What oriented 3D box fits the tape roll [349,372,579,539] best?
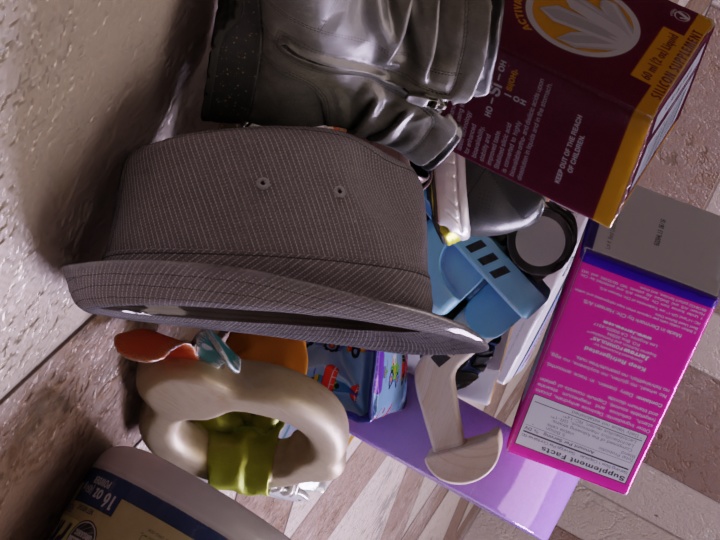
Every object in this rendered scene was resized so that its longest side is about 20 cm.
[{"bbox_3d":[0.080,0.149,1.237,0.066,0.199,0.200,-60,167,-6],"label":"tape roll"}]

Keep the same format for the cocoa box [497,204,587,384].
[{"bbox_3d":[0.139,-0.009,1.474,0.201,0.133,0.131,-64,168,8],"label":"cocoa box"}]

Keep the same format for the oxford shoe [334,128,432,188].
[{"bbox_3d":[0.002,-0.054,0.963,0.201,0.073,0.071,-67,167,21],"label":"oxford shoe"}]

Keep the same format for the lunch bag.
[{"bbox_3d":[0.000,0.000,1.092,0.151,0.093,0.202,7,96,-79],"label":"lunch bag"}]

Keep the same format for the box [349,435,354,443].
[{"bbox_3d":[-0.012,0.087,1.286,0.119,0.041,0.201,-54,162,-36],"label":"box"}]

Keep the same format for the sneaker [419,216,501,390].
[{"bbox_3d":[0.070,-0.003,1.203,0.078,0.075,0.202,156,-67,-76],"label":"sneaker"}]

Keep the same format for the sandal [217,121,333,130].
[{"bbox_3d":[-0.050,-0.039,0.822,0.080,0.054,0.200,-40,155,-11],"label":"sandal"}]

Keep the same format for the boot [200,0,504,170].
[{"bbox_3d":[0.005,-0.132,0.659,0.201,0.130,0.068,108,-12,-49],"label":"boot"}]

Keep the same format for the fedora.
[{"bbox_3d":[-0.036,-0.016,0.696,0.177,0.198,0.091,161,-65,-74],"label":"fedora"}]

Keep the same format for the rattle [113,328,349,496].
[{"bbox_3d":[-0.073,0.038,0.872,0.200,0.129,0.144,55,49,-47],"label":"rattle"}]

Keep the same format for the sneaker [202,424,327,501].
[{"bbox_3d":[-0.066,0.128,1.061,0.071,0.080,0.200,-61,166,4],"label":"sneaker"}]

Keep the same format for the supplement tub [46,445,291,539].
[{"bbox_3d":[-0.131,0.214,0.821,0.201,0.144,0.145,-59,167,-16],"label":"supplement tub"}]

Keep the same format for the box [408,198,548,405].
[{"bbox_3d":[0.099,-0.001,1.315,0.124,0.097,0.201,86,20,-72],"label":"box"}]

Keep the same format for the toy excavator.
[{"bbox_3d":[0.081,0.028,1.099,0.200,0.195,0.100,-43,178,11],"label":"toy excavator"}]

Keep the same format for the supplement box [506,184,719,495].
[{"bbox_3d":[0.187,0.050,1.094,0.101,0.103,0.201,-63,172,-51],"label":"supplement box"}]

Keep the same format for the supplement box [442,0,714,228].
[{"bbox_3d":[0.086,-0.126,0.862,0.110,0.199,0.086,-51,163,-41],"label":"supplement box"}]

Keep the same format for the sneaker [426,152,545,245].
[{"bbox_3d":[0.084,-0.118,1.009,0.074,0.084,0.202,-153,-118,-86],"label":"sneaker"}]
